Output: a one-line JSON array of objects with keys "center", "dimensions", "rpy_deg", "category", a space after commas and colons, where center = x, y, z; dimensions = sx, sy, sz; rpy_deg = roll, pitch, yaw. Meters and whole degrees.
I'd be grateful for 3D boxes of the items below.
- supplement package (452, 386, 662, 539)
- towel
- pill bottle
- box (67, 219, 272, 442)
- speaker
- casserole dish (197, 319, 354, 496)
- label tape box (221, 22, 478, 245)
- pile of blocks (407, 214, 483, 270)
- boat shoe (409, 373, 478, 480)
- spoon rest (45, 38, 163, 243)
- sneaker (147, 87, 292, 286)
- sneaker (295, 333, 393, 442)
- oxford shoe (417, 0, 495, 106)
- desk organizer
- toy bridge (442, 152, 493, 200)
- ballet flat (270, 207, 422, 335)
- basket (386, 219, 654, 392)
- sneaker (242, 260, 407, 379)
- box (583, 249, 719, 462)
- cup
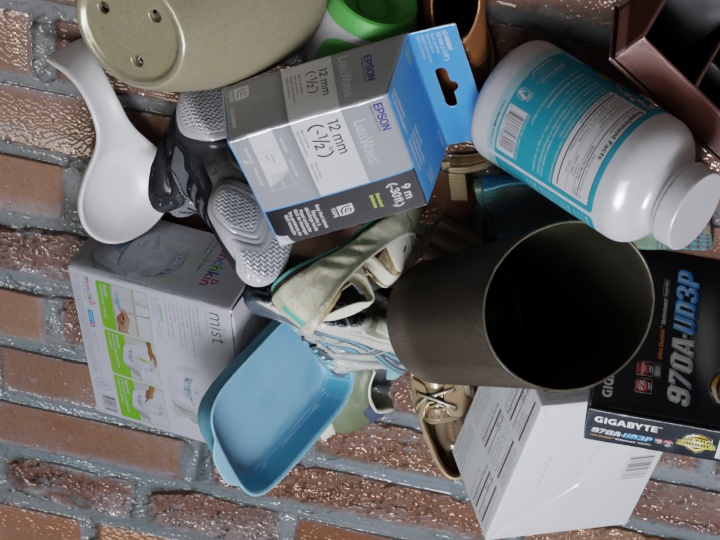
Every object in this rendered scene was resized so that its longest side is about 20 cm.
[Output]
[{"center": [0.195, 0.143, 1.787], "dimensions": [0.154, 0.111, 0.201], "rpy_deg": [-3, 138, -20], "category": "supplement package"}, {"center": [0.206, -0.049, 1.663], "dimensions": [0.198, 0.022, 0.147], "rpy_deg": [0, 159, 14], "category": "towel"}, {"center": [0.194, -0.096, 1.542], "dimensions": [0.200, 0.111, 0.111], "rpy_deg": [36, 142, 29], "category": "pill bottle"}, {"center": [-0.172, 0.061, 1.825], "dimensions": [0.175, 0.097, 0.201], "rpy_deg": [13, 135, 19], "category": "box"}, {"center": [-0.014, -0.157, 1.615], "dimensions": [0.088, 0.089, 0.201], "rpy_deg": [19, 134, -4], "category": "speaker"}, {"center": [-0.081, 0.116, 1.751], "dimensions": [0.039, 0.200, 0.122], "rpy_deg": [4, 131, 42], "category": "casserole dish"}, {"center": [0.002, -0.109, 1.556], "dimensions": [0.198, 0.066, 0.144], "rpy_deg": [-14, 141, 8], "category": "label tape box"}, {"center": [0.120, 0.039, 1.778], "dimensions": [0.082, 0.062, 0.200], "rpy_deg": [-23, 124, 31], "category": "pile of blocks"}, {"center": [0.084, 0.121, 1.861], "dimensions": [0.071, 0.065, 0.201], "rpy_deg": [-4, 131, 18], "category": "boat shoe"}, {"center": [-0.227, -0.109, 1.718], "dimensions": [0.061, 0.099, 0.201], "rpy_deg": [36, 151, 47], "category": "spoon rest"}, {"center": [-0.127, -0.060, 1.682], "dimensions": [0.075, 0.201, 0.114], "rpy_deg": [-5, 155, -35], "category": "sneaker"}, {"center": [-0.020, 0.072, 1.852], "dimensions": [0.089, 0.067, 0.201], "rpy_deg": [-13, 122, 0], "category": "sneaker"}, {"center": [0.074, -0.191, 1.572], "dimensions": [0.071, 0.072, 0.201], "rpy_deg": [5, 135, 8], "category": "oxford shoe"}, {"center": [0.298, -0.151, 1.551], "dimensions": [0.200, 0.072, 0.077], "rpy_deg": [39, 127, -22], "category": "desk organizer"}, {"center": [0.169, -0.092, 1.668], "dimensions": [0.198, 0.027, 0.068], "rpy_deg": [2, 132, 12], "category": "toy bridge"}, {"center": [0.000, 0.000, 1.681], "dimensions": [0.062, 0.200, 0.068], "rpy_deg": [48, 140, 10], "category": "ballet flat"}, {"center": [0.121, 0.037, 1.625], "dimensions": [0.200, 0.179, 0.137], "rpy_deg": [-10, 95, 59], "category": "basket"}, {"center": [-0.024, 0.058, 1.725], "dimensions": [0.199, 0.078, 0.087], "rpy_deg": [17, 125, -28], "category": "sneaker"}, {"center": [0.285, 0.073, 1.673], "dimensions": [0.158, 0.201, 0.046], "rpy_deg": [10, 137, 6], "category": "box"}, {"center": [-0.145, -0.221, 1.509], "dimensions": [0.199, 0.143, 0.202], "rpy_deg": [18, 130, 23], "category": "cup"}]
